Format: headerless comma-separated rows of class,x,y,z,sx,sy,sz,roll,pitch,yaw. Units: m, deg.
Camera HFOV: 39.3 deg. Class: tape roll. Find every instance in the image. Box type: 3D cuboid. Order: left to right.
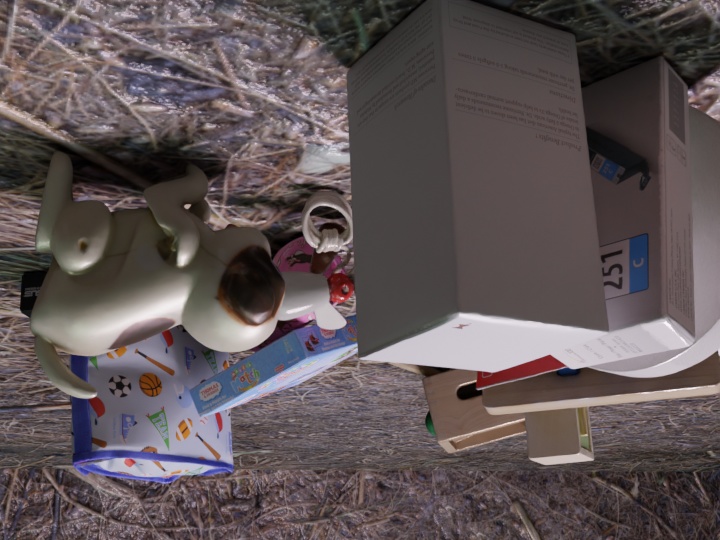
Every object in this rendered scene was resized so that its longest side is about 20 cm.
tape roll,0.201,-0.024,0.740,0.037,0.206,0.201,13,157,-41

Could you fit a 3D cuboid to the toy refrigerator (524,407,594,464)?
toy refrigerator,0.235,0.125,1.209,0.069,0.203,0.076,-10,161,23

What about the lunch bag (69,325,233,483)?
lunch bag,-0.236,0.132,1.078,0.122,0.173,0.199,-16,159,24

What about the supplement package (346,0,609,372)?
supplement package,0.069,-0.048,0.642,0.115,0.203,0.117,9,160,-31

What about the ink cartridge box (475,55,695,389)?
ink cartridge box,0.145,-0.030,0.708,0.175,0.203,0.044,-19,142,41

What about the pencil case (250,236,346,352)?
pencil case,-0.076,0.031,1.072,0.082,0.088,0.200,21,159,-11

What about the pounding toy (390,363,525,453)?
pounding toy,0.163,0.192,1.570,0.197,0.144,0.184,-16,161,7

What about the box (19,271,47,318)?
box,-0.274,0.047,1.158,0.157,0.044,0.200,-4,162,5

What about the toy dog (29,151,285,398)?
toy dog,-0.159,0.006,0.819,0.196,0.197,0.140,7,149,-8

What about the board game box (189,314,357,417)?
board game box,-0.071,0.098,1.103,0.150,0.037,0.199,-30,172,25

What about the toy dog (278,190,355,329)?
toy dog,0.000,0.000,0.965,0.197,0.134,0.096,15,-173,-26

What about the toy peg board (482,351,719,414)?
toy peg board,0.190,0.002,0.858,0.197,0.202,0.098,-9,146,19
